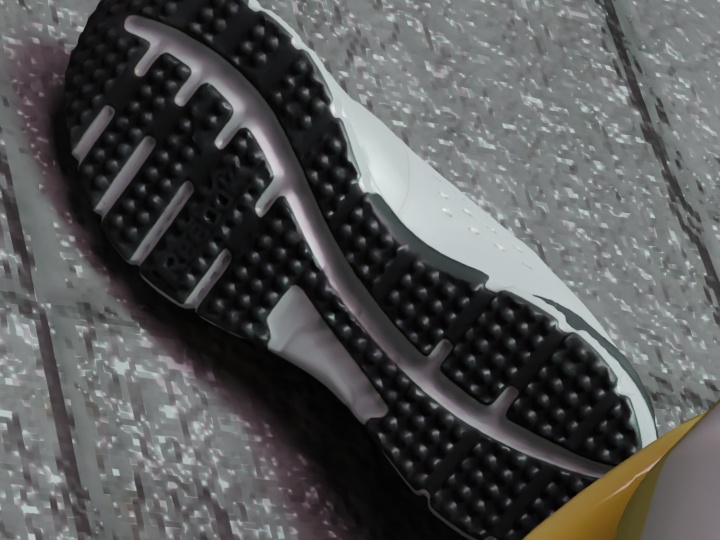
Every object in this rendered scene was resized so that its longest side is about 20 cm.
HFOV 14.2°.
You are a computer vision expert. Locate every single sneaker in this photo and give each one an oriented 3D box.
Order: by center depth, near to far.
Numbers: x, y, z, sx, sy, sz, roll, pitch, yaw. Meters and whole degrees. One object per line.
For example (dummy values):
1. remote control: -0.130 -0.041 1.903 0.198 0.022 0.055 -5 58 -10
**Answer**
1. sneaker: 0.000 0.000 0.762 0.200 0.074 0.080 46 11 14

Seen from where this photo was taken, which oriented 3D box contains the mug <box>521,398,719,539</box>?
1. mug: 0.122 0.068 0.583 0.153 0.187 0.150 -32 75 -34
